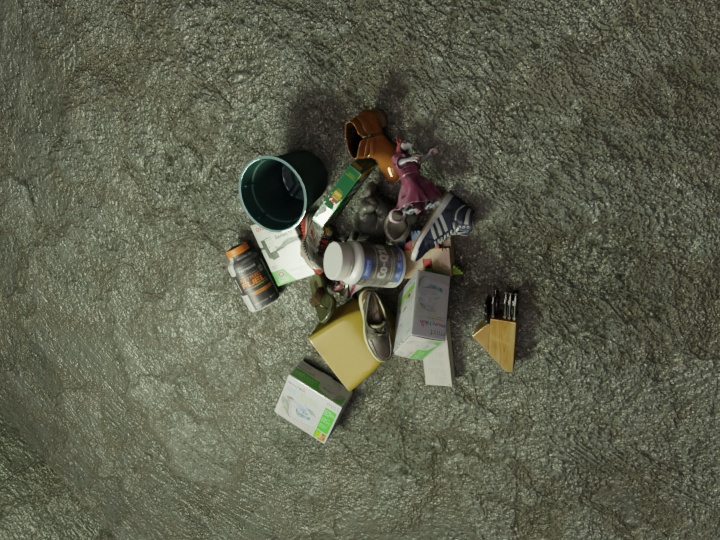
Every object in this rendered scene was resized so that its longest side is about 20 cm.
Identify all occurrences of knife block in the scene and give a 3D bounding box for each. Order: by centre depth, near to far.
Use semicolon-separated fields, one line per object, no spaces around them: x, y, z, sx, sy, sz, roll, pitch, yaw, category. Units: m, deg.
0.398;0.150;1.614;0.200;0.064;0.175;47;122;-2;knife block

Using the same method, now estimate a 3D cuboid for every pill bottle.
0.011;-0.017;1.561;0.113;0.198;0.115;-10;78;55;pill bottle
-0.336;0.016;1.840;0.105;0.106;0.202;-19;104;28;pill bottle

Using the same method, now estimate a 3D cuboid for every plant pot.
-0.193;-0.229;1.618;0.198;0.196;0.203;8;115;19;plant pot
0.003;0.183;1.731;0.199;0.196;0.195;-36;96;15;plant pot

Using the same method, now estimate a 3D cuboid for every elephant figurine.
0.092;-0.141;1.587;0.198;0.143;0.156;18;149;-3;elephant figurine

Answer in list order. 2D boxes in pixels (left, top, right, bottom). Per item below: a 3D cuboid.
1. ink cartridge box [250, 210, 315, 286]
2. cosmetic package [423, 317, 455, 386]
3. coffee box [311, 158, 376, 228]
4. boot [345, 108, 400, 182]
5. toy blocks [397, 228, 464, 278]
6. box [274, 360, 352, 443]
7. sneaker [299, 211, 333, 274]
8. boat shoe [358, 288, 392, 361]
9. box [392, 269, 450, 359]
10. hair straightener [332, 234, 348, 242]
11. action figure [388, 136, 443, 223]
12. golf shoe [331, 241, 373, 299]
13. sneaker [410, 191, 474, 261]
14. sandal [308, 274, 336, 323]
-0.211;-0.075;1.760;0.145;0.083;0.202;-17;104;28;ink cartridge box
0.222;0.233;1.733;0.082;0.051;0.202;2;113;25;cosmetic package
-0.043;-0.211;1.608;0.044;0.123;0.200;40;120;2;coffee box
0.034;-0.301;1.511;0.076;0.155;0.202;-2;112;32;boot
0.172;-0.053;1.615;0.198;0.100;0.139;-3;99;23;toy blocks
-0.151;0.421;1.940;0.199;0.097;0.178;31;122;9;box
-0.119;-0.084;1.669;0.081;0.202;0.078;-19;148;22;sneaker
0.041;0.149;1.610;0.072;0.065;0.202;-17;91;-10;boat shoe
0.155;0.121;1.582;0.095;0.179;0.200;10;157;-8;box
-0.058;-0.065;1.696;0.199;0.077;0.041;23;160;48;hair straightener
0.124;-0.239;1.510;0.148;0.133;0.202;-32;74;35;action figure
0.000;0.000;1.721;0.091;0.073;0.200;27;125;-18;golf shoe
0.215;-0.092;1.536;0.108;0.070;0.201;32;84;7;sneaker
-0.123;0.079;1.735;0.057;0.202;0.080;22;114;-33;sandal
